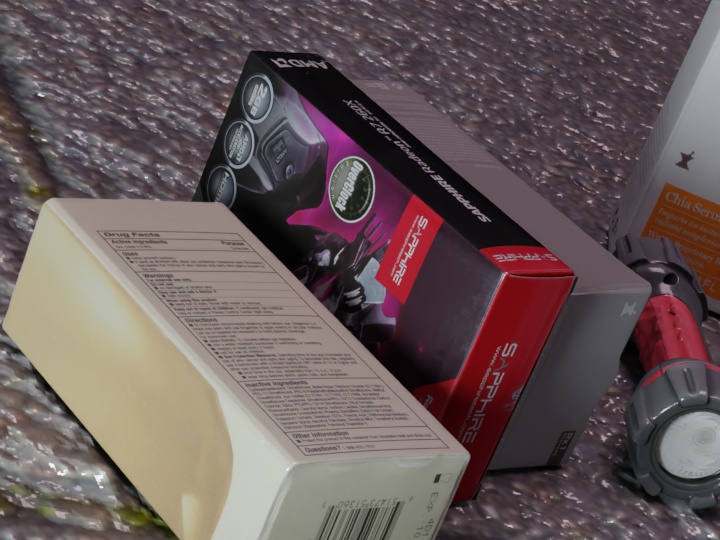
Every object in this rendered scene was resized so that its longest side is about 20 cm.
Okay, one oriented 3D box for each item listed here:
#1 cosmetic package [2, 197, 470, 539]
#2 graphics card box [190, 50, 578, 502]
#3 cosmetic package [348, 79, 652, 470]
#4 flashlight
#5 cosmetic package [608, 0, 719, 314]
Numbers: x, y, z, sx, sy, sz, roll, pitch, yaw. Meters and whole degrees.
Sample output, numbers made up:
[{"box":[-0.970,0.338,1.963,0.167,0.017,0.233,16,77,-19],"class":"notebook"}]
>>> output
[{"box":[-0.057,0.051,1.163,0.105,0.071,0.200,1,32,-40],"class":"cosmetic package"},{"box":[0.000,0.000,1.257,0.051,0.126,0.200,-1,34,-42],"class":"graphics card box"},{"box":[0.034,-0.001,1.316,0.090,0.107,0.200,1,30,-42],"class":"cosmetic package"},{"box":[0.156,0.043,1.386,0.068,0.068,0.200,15,26,-11],"class":"flashlight"},{"box":[0.222,-0.078,1.534,0.101,0.201,0.071,21,23,-4],"class":"cosmetic package"}]
